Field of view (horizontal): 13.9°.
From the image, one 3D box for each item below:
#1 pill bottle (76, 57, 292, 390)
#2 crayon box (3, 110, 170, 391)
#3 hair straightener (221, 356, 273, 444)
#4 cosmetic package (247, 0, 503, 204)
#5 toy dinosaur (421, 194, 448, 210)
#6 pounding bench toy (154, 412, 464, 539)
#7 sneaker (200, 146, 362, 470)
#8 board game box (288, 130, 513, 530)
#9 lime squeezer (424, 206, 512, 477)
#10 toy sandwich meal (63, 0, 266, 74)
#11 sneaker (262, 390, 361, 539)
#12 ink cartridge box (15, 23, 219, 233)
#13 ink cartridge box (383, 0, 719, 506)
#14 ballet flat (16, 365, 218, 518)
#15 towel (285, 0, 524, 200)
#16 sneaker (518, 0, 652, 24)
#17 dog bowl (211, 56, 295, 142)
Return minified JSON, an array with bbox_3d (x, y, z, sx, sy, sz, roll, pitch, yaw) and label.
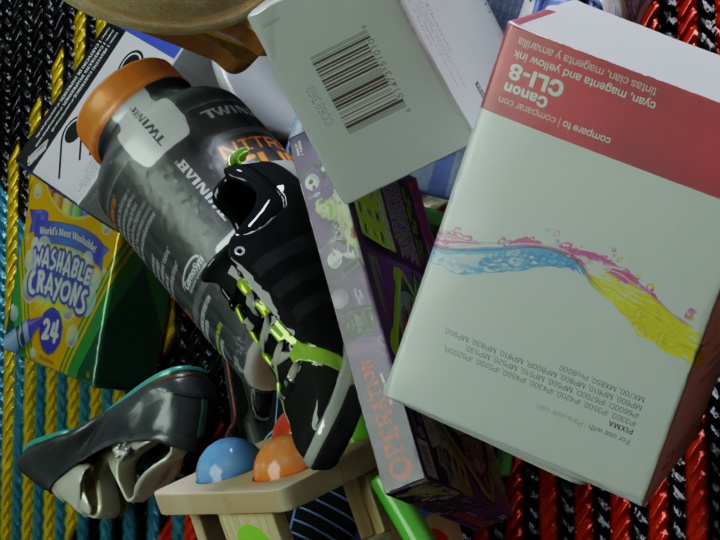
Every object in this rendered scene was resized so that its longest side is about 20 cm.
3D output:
[{"bbox_3d":[-0.082,-0.034,1.708,0.200,0.106,0.106,48,124,25],"label":"pill bottle"},{"bbox_3d":[-0.173,-0.030,1.977,0.126,0.052,0.200,17,97,53],"label":"crayon box"},{"bbox_3d":[-0.051,0.073,1.814,0.077,0.041,0.200,-34,53,45],"label":"hair straightener"},{"bbox_3d":[0.016,-0.117,1.533,0.081,0.200,0.113,-25,100,16],"label":"cosmetic package"},{"bbox_3d":[0.000,0.000,1.746,0.200,0.047,0.088,-19,63,47],"label":"toy dinosaur"},{"bbox_3d":[0.007,0.151,1.594,0.200,0.124,0.156,-7,104,53],"label":"pounding bench toy"},{"bbox_3d":[-0.046,0.020,1.571,0.072,0.083,0.200,115,156,-46],"label":"sneaker"},{"bbox_3d":[0.021,0.030,1.536,0.032,0.120,0.200,-25,67,22],"label":"board game box"},{"bbox_3d":[0.059,0.013,1.647,0.038,0.071,0.200,-28,92,53],"label":"lime squeezer"},{"bbox_3d":[-0.124,-0.197,1.691,0.070,0.205,0.205,122,139,-50],"label":"toy sandwich meal"},{"bbox_3d":[-0.038,0.148,1.724,0.070,0.078,0.200,-13,82,51],"label":"sneaker"},{"bbox_3d":[-0.133,-0.129,1.890,0.200,0.044,0.094,-56,39,-1],"label":"ink cartridge box"},{"bbox_3d":[0.121,-0.012,1.456,0.145,0.145,0.200,22,105,12],"label":"ink cartridge box"},{"bbox_3d":[-0.160,0.123,1.921,0.200,0.073,0.073,-29,62,45],"label":"ballet flat"},{"bbox_3d":[0.051,-0.137,1.637,0.024,0.147,0.200,-59,-14,-74],"label":"towel"},{"bbox_3d":[0.120,-0.144,1.556,0.075,0.088,0.200,6,97,13],"label":"sneaker"},{"bbox_3d":[-0.005,-0.171,1.752,0.200,0.079,0.200,-14,72,52],"label":"dog bowl"}]
